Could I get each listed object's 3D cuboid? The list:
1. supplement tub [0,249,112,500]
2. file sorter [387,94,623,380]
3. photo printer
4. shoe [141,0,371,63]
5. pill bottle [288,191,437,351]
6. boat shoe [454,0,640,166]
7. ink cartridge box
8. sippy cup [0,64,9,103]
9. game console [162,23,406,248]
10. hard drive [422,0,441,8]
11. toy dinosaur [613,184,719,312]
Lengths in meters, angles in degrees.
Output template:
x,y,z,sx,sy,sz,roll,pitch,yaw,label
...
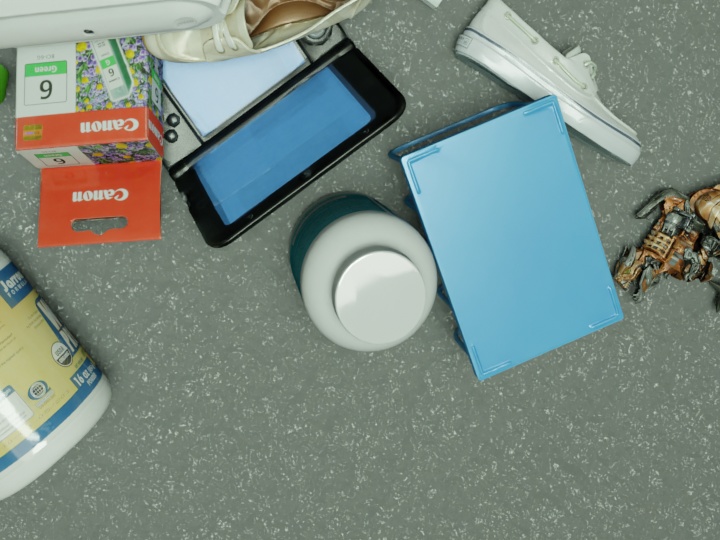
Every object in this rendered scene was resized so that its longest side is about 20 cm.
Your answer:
x,y,z,sx,sy,sz,roll,pitch,yaw,label
-0.318,0.072,0.744,0.144,0.145,0.201,-35,105,0,supplement tub
0.120,-0.036,0.803,0.137,0.123,0.202,-22,104,-4,file sorter
-0.183,-0.254,0.662,0.197,0.069,0.169,-4,82,9,photo printer
-0.075,-0.209,0.703,0.197,0.053,0.071,-20,117,-8,shoe
0.000,0.000,0.751,0.109,0.200,0.113,-2,102,-8,pill bottle
0.181,-0.170,0.810,0.198,0.074,0.067,31,97,-13,boat shoe
-0.215,-0.125,0.724,0.107,0.050,0.203,-4,77,2,ink cartridge box
-0.376,-0.166,0.695,0.176,0.130,0.141,-22,103,-3,sippy cup
-0.093,-0.152,0.750,0.199,0.116,0.177,-35,105,-1,game console
0.021,-0.341,0.776,0.199,0.026,0.133,33,95,-14,hard drive
0.341,-0.033,0.860,0.199,0.102,0.136,-39,88,22,toy dinosaur
